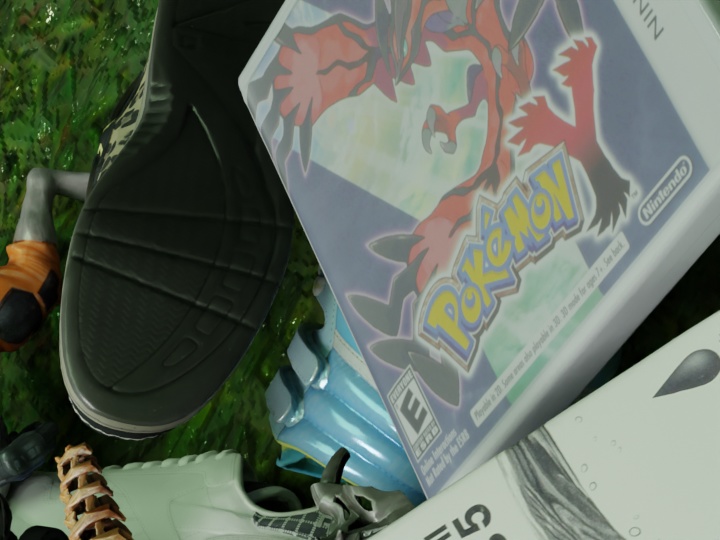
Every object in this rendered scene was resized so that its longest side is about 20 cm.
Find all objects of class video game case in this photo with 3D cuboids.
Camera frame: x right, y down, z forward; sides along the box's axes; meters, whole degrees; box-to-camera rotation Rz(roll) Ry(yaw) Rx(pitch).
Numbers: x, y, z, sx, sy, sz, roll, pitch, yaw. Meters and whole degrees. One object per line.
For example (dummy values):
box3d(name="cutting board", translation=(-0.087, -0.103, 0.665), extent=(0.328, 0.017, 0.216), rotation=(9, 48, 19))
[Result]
box3d(name="video game case", translation=(0.038, -0.053, 0.723), extent=(0.200, 0.023, 0.182), rotation=(-55, 50, 44))

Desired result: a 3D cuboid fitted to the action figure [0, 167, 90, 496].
box3d(name="action figure", translation=(-0.200, 0.053, 0.983), extent=(0.200, 0.105, 0.194), rotation=(-28, 21, 38))

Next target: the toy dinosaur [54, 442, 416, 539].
box3d(name="toy dinosaur", translation=(-0.030, 0.133, 0.759), extent=(0.136, 0.200, 0.102), rotation=(-37, 1, -15))

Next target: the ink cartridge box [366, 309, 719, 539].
box3d(name="ink cartridge box", translation=(0.100, 0.105, 0.642), extent=(0.200, 0.084, 0.146), rotation=(-33, 50, 3))

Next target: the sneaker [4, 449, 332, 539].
box3d(name="sneaker", translation=(-0.071, 0.106, 0.910), extent=(0.200, 0.076, 0.081), rotation=(16, 71, 48))

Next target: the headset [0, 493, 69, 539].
box3d(name="headset", translation=(-0.151, 0.106, 0.809), extent=(0.200, 0.123, 0.094), rotation=(-171, 84, -71))

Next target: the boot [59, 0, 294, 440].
box3d(name="boot", translation=(-0.073, -0.001, 0.878), extent=(0.154, 0.073, 0.204), rotation=(117, 167, -55))

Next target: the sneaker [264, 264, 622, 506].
box3d(name="sneaker", translation=(0.000, 0.000, 0.850), extent=(0.131, 0.079, 0.200), rotation=(-47, 47, 25))
